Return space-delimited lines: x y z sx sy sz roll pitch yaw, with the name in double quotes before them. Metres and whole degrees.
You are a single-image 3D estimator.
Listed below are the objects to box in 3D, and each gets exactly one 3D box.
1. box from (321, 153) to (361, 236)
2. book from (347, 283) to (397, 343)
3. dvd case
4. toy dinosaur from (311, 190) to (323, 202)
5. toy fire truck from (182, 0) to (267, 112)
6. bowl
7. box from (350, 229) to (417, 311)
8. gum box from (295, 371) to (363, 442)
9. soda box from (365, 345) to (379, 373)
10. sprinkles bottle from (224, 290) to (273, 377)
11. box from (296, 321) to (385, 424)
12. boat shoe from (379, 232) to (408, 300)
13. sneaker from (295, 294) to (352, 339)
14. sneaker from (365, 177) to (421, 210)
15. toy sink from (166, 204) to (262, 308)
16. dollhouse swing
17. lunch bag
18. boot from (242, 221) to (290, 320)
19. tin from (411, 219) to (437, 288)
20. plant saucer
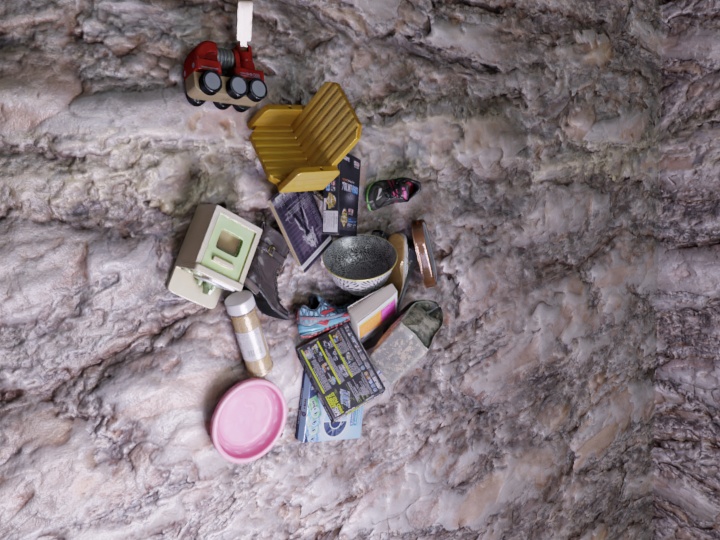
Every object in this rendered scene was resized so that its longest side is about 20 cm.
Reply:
"box" -0.046 -0.191 1.561 0.200 0.048 0.206 -5 100 -77
"book" 0.038 0.118 1.610 0.131 0.049 0.201 -31 157 -11
"dvd case" -0.146 -0.119 1.543 0.149 0.016 0.204 -50 124 -46
"toy dinosaur" -0.121 -0.240 1.537 0.047 0.088 0.204 -28 113 -7
"toy fire truck" -0.291 -0.472 1.353 0.172 0.127 0.208 -3 85 -39
"bowl" 0.000 0.000 1.617 0.198 0.198 0.096 -32 137 -33
"box" 0.069 0.013 1.745 0.156 0.048 0.206 28 76 -39
"gum box" -0.075 0.361 1.655 0.196 0.044 0.176 9 88 -40
"soda box" 0.043 0.249 1.698 0.197 0.064 0.069 -20 68 -47
"sprinkles bottle" -0.258 0.149 1.443 0.067 0.067 0.206 -31 123 -34
"box" -0.051 0.256 1.574 0.157 0.045 0.203 -26 73 -20
"boat shoe" 0.100 -0.001 1.694 0.069 0.069 0.207 -18 121 -64
"sneaker" -0.088 0.103 1.596 0.198 0.078 0.098 -18 88 -51
"sneaker" 0.092 -0.219 1.719 0.197 0.082 0.079 -28 111 -36
"toy sink" -0.319 -0.025 1.364 0.129 0.110 0.206 28 77 -38
"dollhouse swing" -0.127 -0.316 1.407 0.178 0.176 0.204 -10 64 -39
"lunch bag" 0.127 0.171 1.644 0.117 0.165 0.200 43 33 2
"boot" -0.205 0.004 1.498 0.201 0.068 0.177 49 56 -39
"tin" 0.188 -0.049 1.811 0.112 0.041 0.206 -59 136 -64
"plant saucer" -0.268 0.350 1.471 0.196 0.050 0.208 -11 108 -36
